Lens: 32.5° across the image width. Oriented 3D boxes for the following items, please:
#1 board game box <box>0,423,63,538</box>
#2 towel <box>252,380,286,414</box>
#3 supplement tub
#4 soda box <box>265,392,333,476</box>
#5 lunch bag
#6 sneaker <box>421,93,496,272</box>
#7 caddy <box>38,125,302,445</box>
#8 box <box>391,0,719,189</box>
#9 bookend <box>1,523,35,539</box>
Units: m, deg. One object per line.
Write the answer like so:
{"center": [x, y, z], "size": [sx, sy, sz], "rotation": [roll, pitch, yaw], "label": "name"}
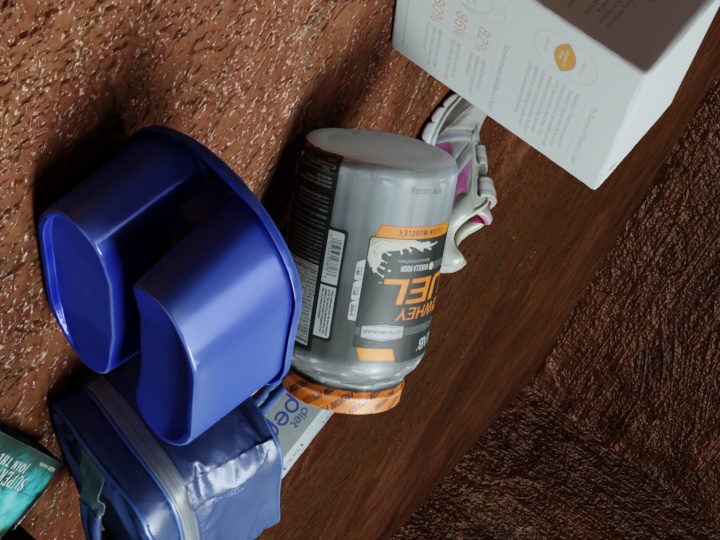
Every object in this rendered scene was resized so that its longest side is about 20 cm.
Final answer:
{"center": [-0.265, 0.151, 0.766], "size": [0.135, 0.028, 0.200], "rotation": [-51, 166, -11], "label": "board game box"}
{"center": [-0.029, 0.032, 1.110], "size": [0.200, 0.024, 0.147], "rotation": [-59, -176, -28], "label": "towel"}
{"center": [0.000, 0.000, 0.946], "size": [0.122, 0.122, 0.201], "rotation": [-26, 129, -61], "label": "supplement tub"}
{"center": [-0.117, 0.200, 1.274], "size": [0.200, 0.068, 0.063], "rotation": [-51, 167, -5], "label": "soda box"}
{"center": [-0.147, 0.150, 0.908], "size": [0.132, 0.136, 0.200], "rotation": [-31, 153, -23], "label": "lunch bag"}
{"center": [0.094, -0.083, 1.191], "size": [0.081, 0.088, 0.200], "rotation": [32, 79, -76], "label": "sneaker"}
{"center": [-0.103, 0.007, 0.715], "size": [0.105, 0.141, 0.200], "rotation": [-39, 161, -28], "label": "caddy"}
{"center": [0.135, -0.183, 0.889], "size": [0.106, 0.200, 0.152], "rotation": [-47, 166, -22], "label": "box"}
{"center": [-0.306, 0.325, 0.922], "size": [0.200, 0.092, 0.199], "rotation": [-39, 161, -41], "label": "bookend"}
